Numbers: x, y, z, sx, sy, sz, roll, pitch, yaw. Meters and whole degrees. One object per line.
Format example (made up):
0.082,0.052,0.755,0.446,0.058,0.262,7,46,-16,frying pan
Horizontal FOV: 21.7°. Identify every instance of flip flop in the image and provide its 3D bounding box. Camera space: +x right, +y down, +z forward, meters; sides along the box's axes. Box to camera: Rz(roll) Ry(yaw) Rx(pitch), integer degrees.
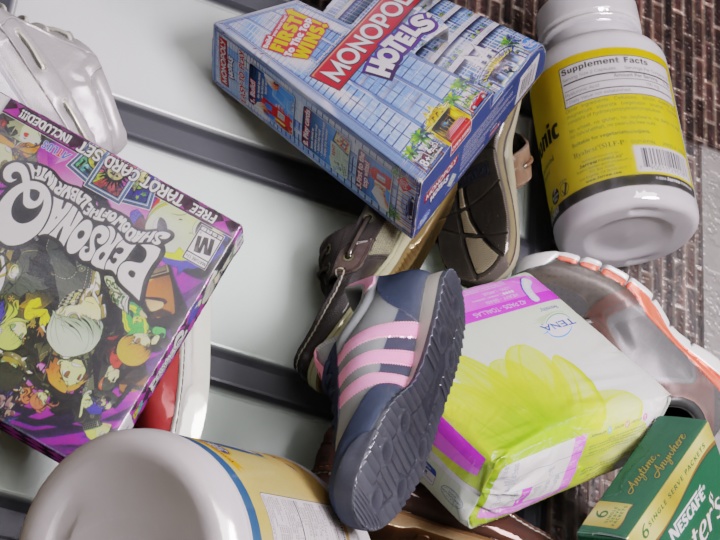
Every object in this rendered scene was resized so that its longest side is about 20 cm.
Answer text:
0.098,-0.070,1.396,0.057,0.081,0.202,33,45,-42,flip flop

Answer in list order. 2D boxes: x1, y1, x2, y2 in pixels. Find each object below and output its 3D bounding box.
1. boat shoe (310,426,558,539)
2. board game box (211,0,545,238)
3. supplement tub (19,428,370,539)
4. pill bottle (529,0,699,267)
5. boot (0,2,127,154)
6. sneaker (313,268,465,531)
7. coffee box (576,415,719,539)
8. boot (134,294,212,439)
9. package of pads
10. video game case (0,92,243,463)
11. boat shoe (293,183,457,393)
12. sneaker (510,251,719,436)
0.061,0.160,1.244,0.199,0.070,0.071,23,59,-15,boat shoe
0.004,-0.145,1.342,0.199,0.062,0.200,27,53,15,board game box
-0.086,0.172,1.068,0.200,0.144,0.146,24,43,-63,supplement tub
0.189,-0.113,1.439,0.110,0.111,0.202,7,61,-25,pill bottle
-0.238,-0.146,1.261,0.095,0.073,0.201,-30,89,-43,boot
0.004,0.078,1.139,0.081,0.071,0.201,0,39,22,sneaker
0.219,0.212,1.257,0.123,0.044,0.201,-44,122,-37,coffee box
-0.167,0.054,1.191,0.143,0.072,0.202,4,67,-12,boot
0.097,0.082,1.259,0.199,0.069,0.154,-15,47,-45,package of pads
-0.200,0.004,1.153,0.199,0.036,0.182,29,72,6,video game case
0.000,0.000,1.308,0.064,0.074,0.200,26,53,12,boat shoe
0.187,0.064,1.366,0.199,0.077,0.082,35,59,-6,sneaker
